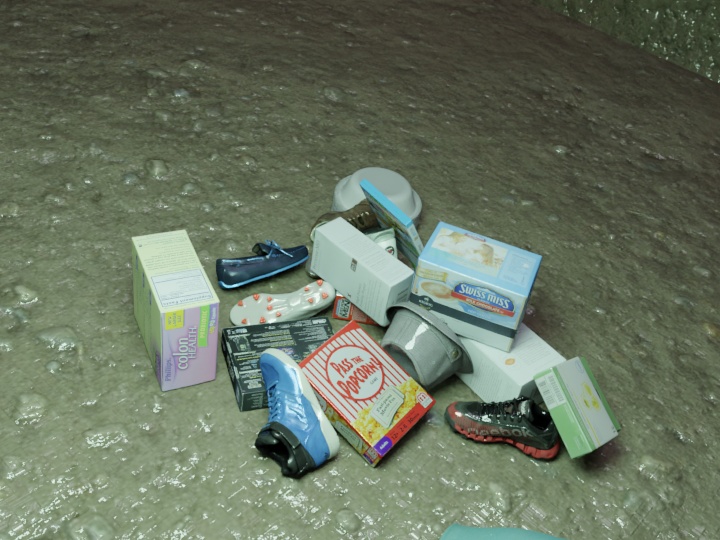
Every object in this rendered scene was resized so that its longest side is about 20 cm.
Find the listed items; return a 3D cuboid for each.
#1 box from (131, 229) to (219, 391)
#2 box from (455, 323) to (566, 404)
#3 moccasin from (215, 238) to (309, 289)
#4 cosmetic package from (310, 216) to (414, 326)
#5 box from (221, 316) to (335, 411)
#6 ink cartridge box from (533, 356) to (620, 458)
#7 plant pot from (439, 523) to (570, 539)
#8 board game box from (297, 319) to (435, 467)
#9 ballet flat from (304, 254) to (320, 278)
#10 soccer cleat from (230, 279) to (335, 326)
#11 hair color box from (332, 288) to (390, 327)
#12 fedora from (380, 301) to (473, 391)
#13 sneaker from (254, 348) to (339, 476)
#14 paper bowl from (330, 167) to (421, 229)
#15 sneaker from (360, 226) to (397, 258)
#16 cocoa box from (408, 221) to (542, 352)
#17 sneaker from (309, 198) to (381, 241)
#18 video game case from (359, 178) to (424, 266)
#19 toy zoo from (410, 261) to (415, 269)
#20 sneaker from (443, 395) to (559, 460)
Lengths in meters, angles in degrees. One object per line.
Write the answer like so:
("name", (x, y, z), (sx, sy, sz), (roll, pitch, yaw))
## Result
("box", (-0.315, 0.064, 1.381), (0.096, 0.177, 0.201), (-10, 42, -24))
("box", (0.247, 0.155, 1.476), (0.124, 0.098, 0.200), (-20, 48, -33))
("moccasin", (-0.187, -0.023, 1.592), (0.199, 0.069, 0.080), (-21, 6, -37))
("cosmetic package", (0.000, 0.000, 1.505), (0.199, 0.102, 0.074), (35, 45, 29))
("box", (-0.129, 0.157, 1.420), (0.198, 0.044, 0.161), (-6, 41, -21))
("ink cartridge box", (0.383, 0.218, 1.378), (0.199, 0.048, 0.147), (-9, 70, -48))
("plant pot", (0.185, 0.424, 1.056), (0.186, 0.202, 0.200), (12, 34, 27))
("board game box", (0.003, 0.198, 1.347), (0.200, 0.046, 0.151), (43, 50, 12))
("ballet flat", (-0.032, -0.028, 1.687), (0.199, 0.046, 0.068), (-27, 74, -32))
("soccer cleat", (-0.141, 0.072, 1.516), (0.198, 0.078, 0.070), (-15, 67, -4))
("hair color box", (0.050, 0.052, 1.585), (0.198, 0.064, 0.111), (11, 37, -3))
("fedora", (0.100, 0.147, 1.410), (0.176, 0.201, 0.090), (26, 65, 33))
("sneaker", (-0.127, 0.223, 1.277), (0.111, 0.077, 0.201), (-24, 77, -37))
("paper bowl", (0.038, -0.152, 1.808), (0.198, 0.105, 0.202), (8, 37, -6))
("sneaker", (0.025, -0.037, 1.597), (0.073, 0.089, 0.200), (-18, 8, -10))
("cocoa box", (0.199, 0.026, 1.439), (0.198, 0.132, 0.134), (20, 39, 12))
("sneaker", (-0.020, -0.093, 1.693), (0.199, 0.071, 0.076), (-14, 26, 41))
("video game case", (0.073, -0.077, 1.558), (0.018, 0.200, 0.143), (-40, 56, -6))
("toy zoo", (0.194, 0.021, 1.695), (0.130, 0.021, 0.201), (-6, 41, -21))
("sneaker", (0.241, 0.245, 1.359), (0.198, 0.099, 0.071), (15, 39, 6))
